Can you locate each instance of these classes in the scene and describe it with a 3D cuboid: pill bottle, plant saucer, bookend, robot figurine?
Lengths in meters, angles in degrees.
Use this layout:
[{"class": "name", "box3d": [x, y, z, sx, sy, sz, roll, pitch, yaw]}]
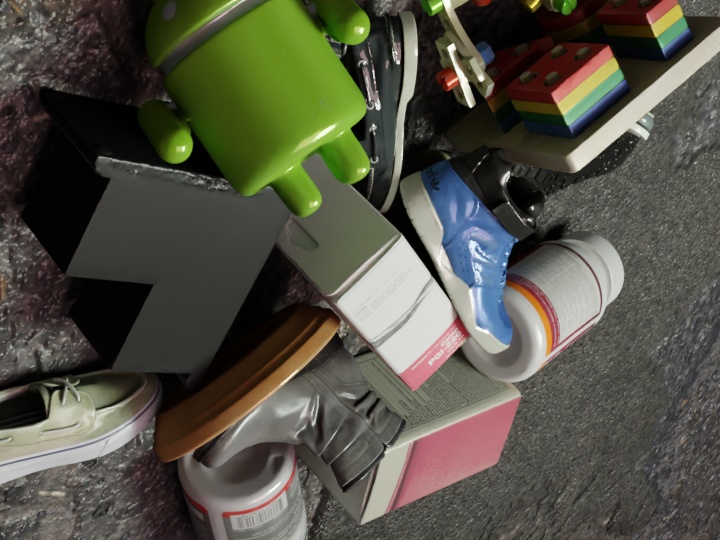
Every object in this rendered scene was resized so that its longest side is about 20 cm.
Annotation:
[{"class": "pill bottle", "box3d": [0.198, 0.033, 1.436, 0.199, 0.109, 0.110, -30, 144, -46]}, {"class": "plant saucer", "box3d": [-0.106, 0.090, 1.166, 0.200, 0.038, 0.200, -37, -172, 6]}, {"class": "bookend", "box3d": [-0.179, -0.014, 1.022, 0.198, 0.092, 0.201, 6, 121, -47]}, {"class": "pill bottle", "box3d": [-0.111, 0.239, 1.321, 0.113, 0.114, 0.201, -31, 142, -22]}, {"class": "robot figurine", "box3d": [-0.074, -0.135, 0.948, 0.175, 0.201, 0.116, -34, -177, -2]}]

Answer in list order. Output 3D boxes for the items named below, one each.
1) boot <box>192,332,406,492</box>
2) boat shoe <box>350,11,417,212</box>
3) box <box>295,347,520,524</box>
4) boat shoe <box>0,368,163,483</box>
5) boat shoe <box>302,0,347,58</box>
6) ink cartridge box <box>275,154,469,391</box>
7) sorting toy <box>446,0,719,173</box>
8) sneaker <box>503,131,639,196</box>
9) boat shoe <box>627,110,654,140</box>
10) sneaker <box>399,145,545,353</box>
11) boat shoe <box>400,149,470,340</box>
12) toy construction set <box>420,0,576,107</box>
[{"class": "boot", "box3d": [-0.047, 0.151, 1.215, 0.200, 0.132, 0.070, -37, 179, -35]}, {"class": "boat shoe", "box3d": [0.004, -0.130, 1.133, 0.065, 0.075, 0.200, -2, 140, -10]}, {"class": "box", "box3d": [0.048, 0.158, 1.401, 0.199, 0.128, 0.110, -17, 136, -35]}, {"class": "boat shoe", "box3d": [-0.252, 0.121, 1.092, 0.199, 0.072, 0.062, -22, 140, -28]}, {"class": "boat shoe", "box3d": [-0.037, -0.183, 1.028, 0.072, 0.071, 0.201, 3, 122, -48]}, {"class": "ink cartridge box", "box3d": [0.000, 0.000, 1.179, 0.085, 0.146, 0.200, -44, 146, -1]}, {"class": "sorting toy", "box3d": [0.188, -0.184, 1.182, 0.200, 0.198, 0.070, -40, 115, -15]}, {"class": "sneaker", "box3d": [0.182, -0.129, 1.288, 0.199, 0.088, 0.076, -14, 143, -48]}, {"class": "boat shoe", "box3d": [0.242, -0.178, 1.253, 0.072, 0.200, 0.062, 30, 108, -11]}, {"class": "sneaker", "box3d": [0.123, -0.020, 1.182, 0.110, 0.077, 0.201, -24, 118, 10]}, {"class": "boat shoe", "box3d": [0.086, -0.024, 1.290, 0.065, 0.073, 0.202, -23, 119, -41]}, {"class": "toy construction set", "box3d": [0.121, -0.240, 1.136, 0.200, 0.092, 0.132, -47, 147, -21]}]
